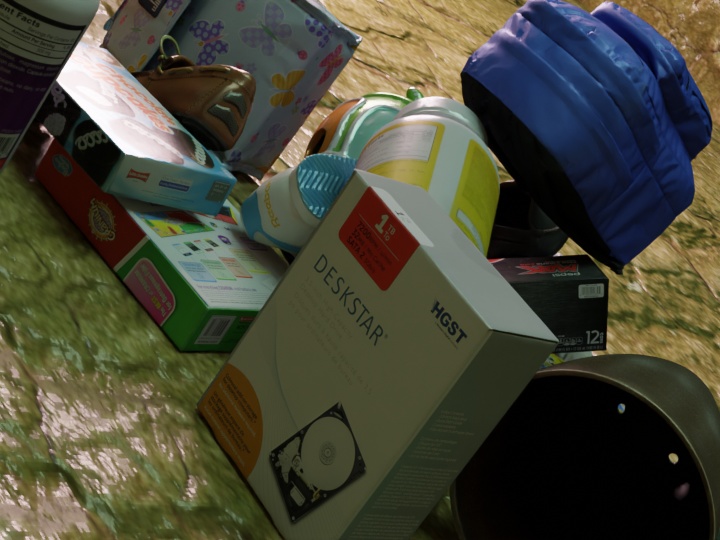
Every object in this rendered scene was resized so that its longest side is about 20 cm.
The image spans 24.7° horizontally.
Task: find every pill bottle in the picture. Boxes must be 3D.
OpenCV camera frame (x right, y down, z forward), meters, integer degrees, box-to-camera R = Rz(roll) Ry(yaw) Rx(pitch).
[{"bbox_3d":[-0.254,-0.167,1.135,0.112,0.201,0.113,31,19,-12],"label":"pill bottle"},{"bbox_3d":[0.043,-0.044,1.206,0.111,0.112,0.201,32,35,-10],"label":"pill bottle"}]

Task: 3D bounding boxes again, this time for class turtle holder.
[{"bbox_3d":[0.019,-0.066,1.505,0.131,0.140,0.188,-28,105,-52],"label":"turtle holder"}]

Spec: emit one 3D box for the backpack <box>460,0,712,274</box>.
[{"bbox_3d":[0.179,-0.132,1.325,0.162,0.168,0.200,42,1,40],"label":"backpack"}]

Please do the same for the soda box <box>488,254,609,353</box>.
[{"bbox_3d":[0.097,0.030,1.326,0.197,0.064,0.071,-3,18,-8],"label":"soda box"}]

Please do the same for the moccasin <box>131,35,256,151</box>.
[{"bbox_3d":[-0.151,-0.145,1.354,0.074,0.078,0.201,41,-18,-25],"label":"moccasin"}]

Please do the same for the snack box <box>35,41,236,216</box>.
[{"bbox_3d":[-0.193,-0.117,1.247,0.116,0.037,0.200,11,27,-50],"label":"snack box"}]

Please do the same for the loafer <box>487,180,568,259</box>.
[{"bbox_3d":[0.138,-0.046,1.455,0.073,0.073,0.199,44,40,19],"label":"loafer"}]

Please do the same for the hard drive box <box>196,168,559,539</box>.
[{"bbox_3d":[0.006,0.066,1.042,0.076,0.201,0.156,12,29,-48],"label":"hard drive box"}]

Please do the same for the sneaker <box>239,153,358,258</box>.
[{"bbox_3d":[-0.011,-0.044,1.310,0.199,0.080,0.078,14,60,-51],"label":"sneaker"}]

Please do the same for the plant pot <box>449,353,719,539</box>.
[{"bbox_3d":[0.186,0.134,1.172,0.186,0.188,0.200,40,27,12],"label":"plant pot"}]

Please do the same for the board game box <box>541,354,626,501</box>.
[{"bbox_3d":[0.159,0.136,1.354,0.195,0.056,0.200,35,19,-4],"label":"board game box"}]

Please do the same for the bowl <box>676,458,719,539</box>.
[{"bbox_3d":[0.311,0.207,1.311,0.201,0.104,0.203,-20,90,-76],"label":"bowl"}]

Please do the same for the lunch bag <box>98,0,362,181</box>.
[{"bbox_3d":[-0.130,-0.207,1.477,0.200,0.170,0.127,42,9,16],"label":"lunch bag"}]

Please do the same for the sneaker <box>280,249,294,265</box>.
[{"bbox_3d":[0.000,0.000,1.411,0.199,0.075,0.088,38,0,-13],"label":"sneaker"}]

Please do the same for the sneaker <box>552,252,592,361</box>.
[{"bbox_3d":[0.178,0.049,1.484,0.100,0.078,0.200,49,-4,8],"label":"sneaker"}]

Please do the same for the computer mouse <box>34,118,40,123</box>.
[{"bbox_3d":[-0.307,-0.204,1.353,0.137,0.053,0.201,23,23,-30],"label":"computer mouse"}]

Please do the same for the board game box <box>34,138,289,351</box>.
[{"bbox_3d":[-0.133,-0.020,1.243,0.200,0.041,0.152,47,22,28],"label":"board game box"}]
